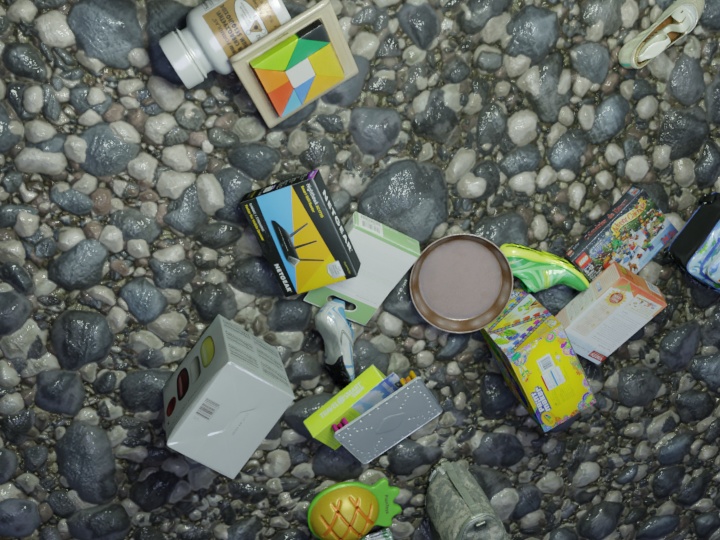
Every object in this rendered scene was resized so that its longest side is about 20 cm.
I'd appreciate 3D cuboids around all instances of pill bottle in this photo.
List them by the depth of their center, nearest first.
[{"bbox_3d":[-0.215,-0.380,1.409,0.199,0.114,0.115,-32,116,-1],"label":"pill bottle"}]

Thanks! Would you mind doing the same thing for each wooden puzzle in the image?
[{"bbox_3d":[-0.101,-0.330,1.444,0.184,0.037,0.200,-32,152,-1],"label":"wooden puzzle"}]

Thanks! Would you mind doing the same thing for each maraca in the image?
[{"bbox_3d":[-0.013,0.494,1.819,0.199,0.107,0.138,-10,113,-12],"label":"maraca"}]

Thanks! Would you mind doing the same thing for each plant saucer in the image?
[{"bbox_3d":[0.194,0.022,1.705,0.199,0.035,0.202,0,108,1],"label":"plant saucer"}]

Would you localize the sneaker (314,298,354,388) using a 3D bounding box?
[{"bbox_3d":[-0.037,0.144,1.694,0.072,0.072,0.201,-40,135,-35],"label":"sneaker"}]

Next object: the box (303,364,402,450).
[{"bbox_3d":[-0.004,0.265,1.733,0.200,0.048,0.122,-39,149,2],"label":"box"}]

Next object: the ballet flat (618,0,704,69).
[{"bbox_3d":[0.569,-0.437,1.629,0.200,0.062,0.068,-40,116,3],"label":"ballet flat"}]

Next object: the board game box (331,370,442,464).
[{"bbox_3d":[0.055,0.294,1.751,0.199,0.026,0.200,-34,147,0],"label":"board game box"}]

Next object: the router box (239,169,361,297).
[{"bbox_3d":[-0.105,-0.064,1.568,0.148,0.051,0.201,-17,114,19],"label":"router box"}]

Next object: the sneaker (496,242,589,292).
[{"bbox_3d":[0.356,0.006,1.747,0.199,0.074,0.084,17,105,-11],"label":"sneaker"}]

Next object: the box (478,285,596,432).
[{"bbox_3d":[0.340,0.171,1.738,0.122,0.193,0.201,-30,115,-1],"label":"box"}]

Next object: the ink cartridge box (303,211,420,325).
[{"bbox_3d":[0.000,0.000,1.660,0.145,0.048,0.200,23,125,-22],"label":"ink cartridge box"}]

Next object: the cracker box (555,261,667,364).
[{"bbox_3d":[0.498,0.089,1.791,0.133,0.058,0.200,27,122,-24],"label":"cracker box"}]

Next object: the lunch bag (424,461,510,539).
[{"bbox_3d":[0.219,0.517,1.845,0.138,0.200,0.169,-14,118,-12],"label":"lunch bag"}]

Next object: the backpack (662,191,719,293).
[{"bbox_3d":[0.762,-0.036,1.798,0.199,0.147,0.184,25,105,-26],"label":"backpack"}]

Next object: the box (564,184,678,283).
[{"bbox_3d":[0.528,-0.055,1.785,0.200,0.038,0.136,-46,116,6],"label":"box"}]

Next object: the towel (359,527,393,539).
[{"bbox_3d":[-0.009,0.657,1.929,0.199,0.031,0.150,-20,114,-7],"label":"towel"}]

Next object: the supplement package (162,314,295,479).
[{"bbox_3d":[-0.244,0.223,1.596,0.147,0.200,0.192,34,99,-24],"label":"supplement package"}]
